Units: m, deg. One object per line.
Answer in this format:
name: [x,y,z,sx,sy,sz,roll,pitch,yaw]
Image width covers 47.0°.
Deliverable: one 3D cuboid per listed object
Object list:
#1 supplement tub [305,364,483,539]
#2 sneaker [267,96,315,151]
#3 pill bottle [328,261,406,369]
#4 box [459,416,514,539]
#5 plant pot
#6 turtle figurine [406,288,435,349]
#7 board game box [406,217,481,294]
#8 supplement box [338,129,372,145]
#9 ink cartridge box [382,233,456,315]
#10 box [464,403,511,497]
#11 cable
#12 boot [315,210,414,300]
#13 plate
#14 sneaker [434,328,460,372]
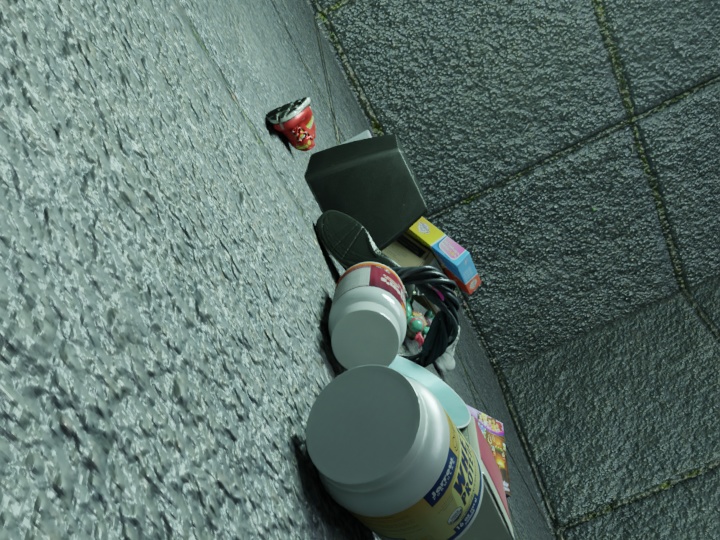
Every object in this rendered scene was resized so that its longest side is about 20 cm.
supplement tub: [0.038,0.198,0.863,0.200,0.143,0.145,55,14,-49]
sneaker: [-0.105,-0.249,1.436,0.200,0.076,0.086,-62,132,-78]
pill bottle: [0.011,0.065,1.164,0.110,0.109,0.200,63,9,-14]
box: [0.130,0.308,1.159,0.110,0.127,0.200,63,9,-9]
plant pot: [0.021,-0.154,1.587,0.201,0.176,0.200,61,9,-17]
turtle figurine: [0.127,0.100,1.771,0.151,0.100,0.200,56,-1,-3]
board game box: [0.167,-0.047,1.808,0.200,0.040,0.153,40,-8,31]
supplement box: [0.012,-0.224,1.960,0.102,0.103,0.201,56,11,-41]
ink cartridge box: [0.116,-0.004,1.876,0.164,0.075,0.200,37,-11,37]
box: [0.168,0.290,1.382,0.199,0.039,0.138,30,42,-32]
cable: [0.078,0.077,1.315,0.051,0.161,0.202,-99,180,-62]
boot: [0.000,0.002,1.409,0.203,0.073,0.154,42,-19,11]
plate: [0.072,0.180,1.227,0.199,0.026,0.200,27,14,-7]
sneaker: [0.215,0.187,2.067,0.200,0.099,0.075,57,10,-49]
